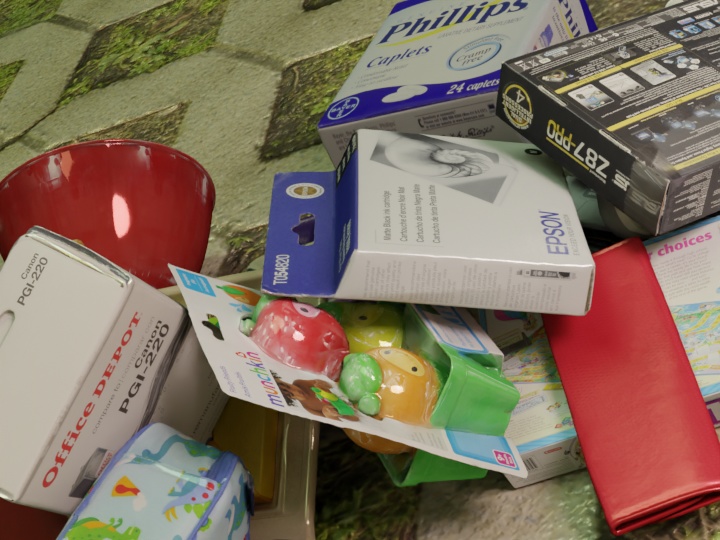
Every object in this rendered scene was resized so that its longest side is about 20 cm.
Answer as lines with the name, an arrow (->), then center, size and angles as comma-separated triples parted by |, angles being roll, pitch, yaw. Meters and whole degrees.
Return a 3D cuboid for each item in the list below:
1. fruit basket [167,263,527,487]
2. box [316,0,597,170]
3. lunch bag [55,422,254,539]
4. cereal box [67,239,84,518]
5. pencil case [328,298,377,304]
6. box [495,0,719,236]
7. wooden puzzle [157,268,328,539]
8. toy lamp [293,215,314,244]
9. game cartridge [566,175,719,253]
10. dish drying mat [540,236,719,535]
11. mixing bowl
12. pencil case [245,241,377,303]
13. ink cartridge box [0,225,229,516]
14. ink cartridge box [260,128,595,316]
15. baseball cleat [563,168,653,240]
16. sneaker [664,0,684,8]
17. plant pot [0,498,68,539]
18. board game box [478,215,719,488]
fruit basket -> -0.008, 0.051, 0.933 | 0.094, 0.199, 0.185 | -61, 24, 13
box -> 0.090, -0.154, 1.306 | 0.183, 0.105, 0.200 | -8, 35, 33
lunch bag -> -0.134, 0.204, 0.906 | 0.082, 0.161, 0.200 | 19, 45, 14
cereal box -> -0.209, 0.088, 1.164 | 0.039, 0.144, 0.200 | -20, 30, 16
pencil case -> -0.067, 0.074, 1.115 | 0.199, 0.086, 0.084 | -13, 40, 27
box -> 0.215, -0.110, 1.016 | 0.199, 0.049, 0.161 | -22, 44, -30
wooden puzzle -> -0.109, 0.102, 1.054 | 0.184, 0.037, 0.201 | -11, 68, 29
toy lamp -> 0.021, -0.020, 1.214 | 0.199, 0.058, 0.058 | 5, 44, 44
game cartridge -> 0.235, -0.058, 1.097 | 0.133, 0.041, 0.199 | -47, 33, -21
dish drying mat -> 0.159, 0.064, 0.916 | 0.076, 0.018, 0.201 | -24, 43, 12
mixing bowl -> -0.214, -0.009, 1.304 | 0.199, 0.200, 0.109 | -21, 59, 16
pencil case -> 0.000, 0.000, 1.139 | 0.199, 0.078, 0.089 | -21, 17, 41
ink cartridge box -> -0.163, 0.075, 0.950 | 0.084, 0.200, 0.146 | 25, 84, 23
ink cartridge box -> 0.039, -0.037, 0.990 | 0.199, 0.041, 0.200 | 3, 26, -2
baseball cleat -> 0.180, -0.074, 1.088 | 0.106, 0.070, 0.200 | -26, 22, 35
sneaker -> 0.258, -0.148, 1.192 | 0.080, 0.074, 0.200 | -35, 21, 5
plant pot -> -0.328, 0.160, 1.125 | 0.199, 0.178, 0.201 | -22, 30, 13
board game box -> 0.175, 0.045, 0.961 | 0.199, 0.034, 0.135 | -20, 45, 18
